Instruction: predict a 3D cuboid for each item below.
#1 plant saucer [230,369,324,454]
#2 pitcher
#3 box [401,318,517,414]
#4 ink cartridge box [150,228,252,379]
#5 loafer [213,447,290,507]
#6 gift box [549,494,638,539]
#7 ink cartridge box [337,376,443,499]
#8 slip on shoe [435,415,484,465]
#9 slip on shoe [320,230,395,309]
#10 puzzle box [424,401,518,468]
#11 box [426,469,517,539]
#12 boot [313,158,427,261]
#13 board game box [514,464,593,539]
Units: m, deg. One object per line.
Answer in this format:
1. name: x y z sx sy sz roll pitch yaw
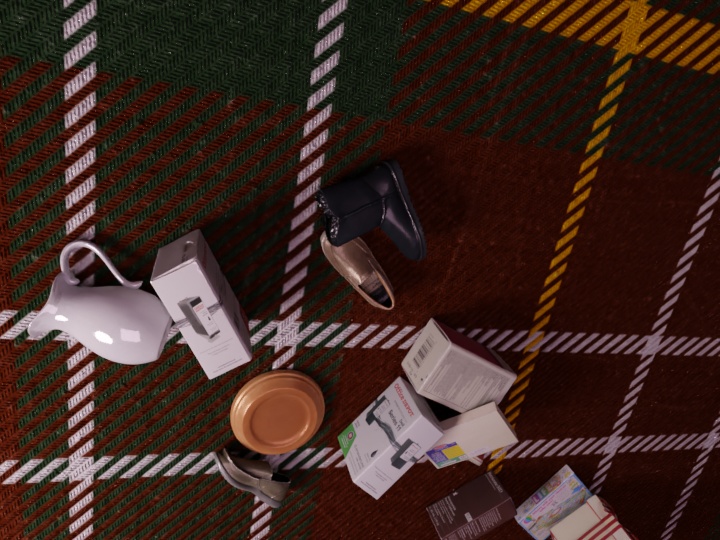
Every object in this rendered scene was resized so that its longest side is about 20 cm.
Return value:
1. plant saucer: -0.166 0.299 1.109 0.195 0.038 0.205 -6 114 -14
2. pitcher: -0.413 0.056 0.895 0.196 0.121 0.175 19 91 -12
3. box: 0.208 0.212 1.148 0.198 0.109 0.129 28 103 -26
4. ink cartridge box: -0.264 0.054 0.913 0.081 0.147 0.203 -24 116 -3
5. loafer: -0.222 0.419 1.129 0.070 0.075 0.200 -48 122 -7
6. gift box: 0.633 0.729 1.431 0.185 0.186 0.201 -32 141 -4
7. ink cartridge box: 0.061 0.347 1.139 0.200 0.147 0.083 -45 116 4
8. slip on shoe: 0.223 0.383 1.254 0.199 0.074 0.062 39 73 -25
9. slip on shoe: 0.000 0.000 1.021 0.075 0.061 0.201 -36 118 0
10. puzzle box: 0.224 0.358 1.162 0.197 0.026 0.134 -25 128 18
11. box: 0.273 0.594 1.334 0.197 0.100 0.076 -28 118 -5
12. boot: 0.018 -0.081 0.976 0.166 0.076 0.203 -27 111 -14
13. board game box: 0.523 0.635 1.466 0.200 0.034 0.135 -43 118 3
